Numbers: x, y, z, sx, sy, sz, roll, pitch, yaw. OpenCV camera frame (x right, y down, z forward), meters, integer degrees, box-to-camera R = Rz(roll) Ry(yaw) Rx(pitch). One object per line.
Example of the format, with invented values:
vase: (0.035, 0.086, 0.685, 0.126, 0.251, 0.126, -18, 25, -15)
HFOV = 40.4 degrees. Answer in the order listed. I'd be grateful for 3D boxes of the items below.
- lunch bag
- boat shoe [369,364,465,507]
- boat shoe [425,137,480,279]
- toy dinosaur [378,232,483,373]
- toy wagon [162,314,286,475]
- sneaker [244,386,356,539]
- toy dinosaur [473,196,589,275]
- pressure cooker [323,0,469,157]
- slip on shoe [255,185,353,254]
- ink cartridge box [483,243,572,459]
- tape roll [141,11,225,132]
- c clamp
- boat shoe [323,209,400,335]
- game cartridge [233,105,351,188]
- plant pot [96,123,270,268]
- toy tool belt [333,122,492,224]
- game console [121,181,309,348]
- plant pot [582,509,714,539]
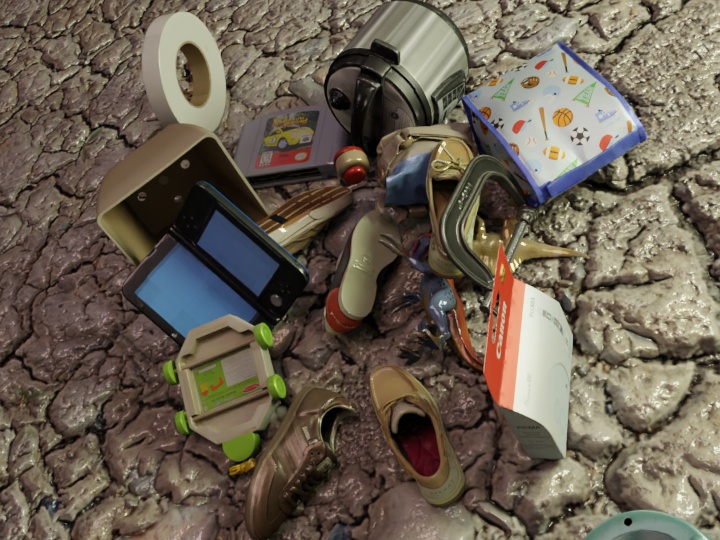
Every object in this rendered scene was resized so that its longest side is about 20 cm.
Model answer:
lunch bag: (0.254, -0.181, 1.285, 0.169, 0.124, 0.201, -32, 42, -2)
boat shoe: (0.061, 0.179, 1.148, 0.074, 0.067, 0.201, -33, 49, -1)
boat shoe: (0.118, -0.090, 1.224, 0.072, 0.063, 0.203, 0, 61, 1)
toy dinosaur: (0.097, 0.035, 1.257, 0.198, 0.105, 0.183, 26, 54, 1)
toy wagon: (-0.170, 0.164, 1.262, 0.153, 0.040, 0.203, -22, 74, 17)
sneaker: (-0.071, 0.231, 1.171, 0.075, 0.071, 0.202, 8, 61, 29)
toy dinosaur: (0.188, -0.037, 1.263, 0.197, 0.058, 0.102, 0, 59, 1)
pressure cooker: (0.044, -0.266, 1.403, 0.177, 0.177, 0.201, -3, 42, 48)
slip on shoe: (-0.093, -0.057, 1.404, 0.199, 0.061, 0.076, -33, 33, -25)
ink cartridge box: (0.187, 0.090, 1.064, 0.047, 0.201, 0.162, -3, 55, 23)
tape roll: (-0.284, -0.317, 1.590, 0.037, 0.203, 0.205, -5, 54, 22)
c clamp: (0.165, -0.037, 1.187, 0.027, 0.170, 0.202, -27, 32, 51)
boat shoe: (0.000, 0.000, 1.312, 0.063, 0.071, 0.201, -47, 17, 47)
game cartridge: (-0.107, -0.195, 1.527, 0.197, 0.041, 0.134, -6, 50, 22)
plant pot: (-0.269, -0.102, 1.442, 0.199, 0.201, 0.177, -37, 37, -4)
toy tool belt: (0.070, -0.125, 1.325, 0.197, 0.126, 0.124, -11, 56, -7)
game console: (-0.195, 0.016, 1.301, 0.199, 0.171, 0.119, 40, 49, 0)
plant pot: (0.268, 0.311, 0.871, 0.197, 0.189, 0.202, -12, 51, 16)
